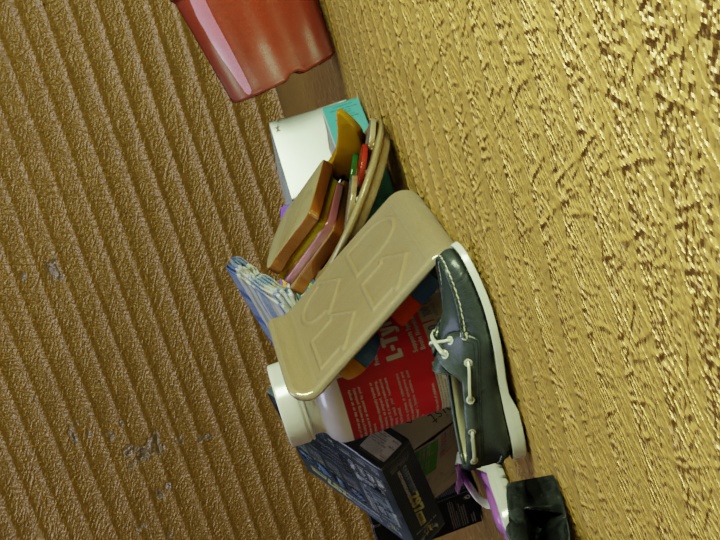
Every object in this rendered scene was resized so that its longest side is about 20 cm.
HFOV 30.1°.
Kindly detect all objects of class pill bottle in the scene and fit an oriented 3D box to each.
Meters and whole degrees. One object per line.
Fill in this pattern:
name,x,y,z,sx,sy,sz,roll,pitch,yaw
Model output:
pill bottle,0.011,0.104,1.341,0.112,0.197,0.114,161,90,-86

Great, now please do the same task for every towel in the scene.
towel,-0.088,0.061,1.551,0.148,0.024,0.200,62,165,-22

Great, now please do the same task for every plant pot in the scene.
plant pot,-0.135,-0.329,1.670,0.197,0.199,0.201,64,178,-13

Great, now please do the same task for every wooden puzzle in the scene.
wooden puzzle,0.005,0.026,1.264,0.046,0.200,0.186,43,-173,-22

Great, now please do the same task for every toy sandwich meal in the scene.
toy sandwich meal,-0.034,-0.078,1.431,0.205,0.069,0.208,-158,89,-80

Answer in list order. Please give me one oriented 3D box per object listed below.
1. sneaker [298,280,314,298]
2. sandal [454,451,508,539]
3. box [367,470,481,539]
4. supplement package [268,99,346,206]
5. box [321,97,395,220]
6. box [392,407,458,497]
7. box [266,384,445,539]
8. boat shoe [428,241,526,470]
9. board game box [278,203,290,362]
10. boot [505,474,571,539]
sneaker,-0.030,-0.010,1.631,0.076,0.104,0.202,41,-131,-34
sandal,0.121,0.214,1.384,0.203,0.049,0.084,-116,9,-65
box,0.060,0.253,1.750,0.201,0.139,0.080,-111,5,-45
supplement package,-0.053,-0.133,1.803,0.200,0.112,0.111,88,165,-77
box,0.008,-0.098,1.567,0.083,0.048,0.202,79,172,-59
box,0.040,0.166,1.578,0.177,0.096,0.201,51,162,24
box,-0.005,0.209,1.500,0.199,0.051,0.159,29,152,41
boat shoe,0.090,0.078,1.136,0.076,0.059,0.203,-126,18,-77
board game box,-0.037,0.023,1.713,0.045,0.133,0.203,-17,70,53
boot,0.165,0.286,1.072,0.166,0.065,0.202,-115,12,-48
